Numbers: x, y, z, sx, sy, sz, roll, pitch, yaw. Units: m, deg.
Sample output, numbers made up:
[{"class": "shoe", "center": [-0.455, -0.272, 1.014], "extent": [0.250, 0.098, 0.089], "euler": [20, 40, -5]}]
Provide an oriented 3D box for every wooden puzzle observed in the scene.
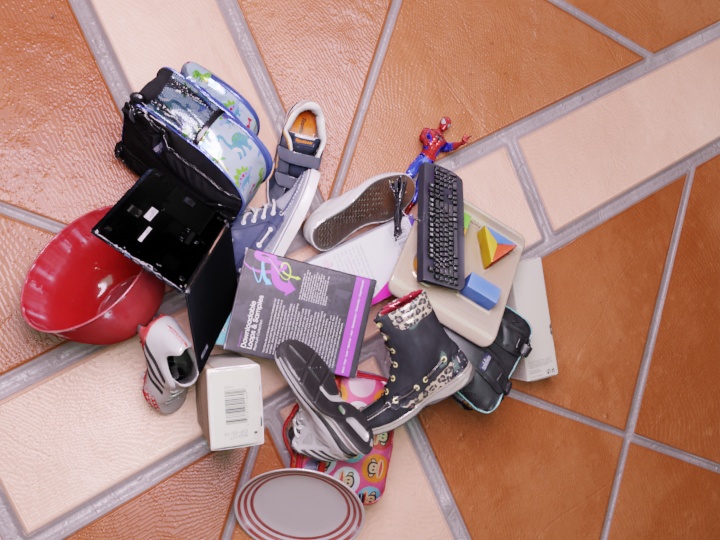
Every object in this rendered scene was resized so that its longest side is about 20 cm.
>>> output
[{"class": "wooden puzzle", "center": [0.156, -0.015, 1.008], "extent": [0.183, 0.046, 0.203], "euler": [30, 63, -7]}]

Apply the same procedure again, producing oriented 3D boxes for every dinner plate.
[{"class": "dinner plate", "center": [-0.090, 0.356, 0.991], "extent": [0.194, 0.024, 0.204], "euler": [1, 123, 1]}]

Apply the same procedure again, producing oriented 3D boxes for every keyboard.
[{"class": "keyboard", "center": [0.099, -0.074, 0.979], "extent": [0.124, 0.021, 0.205], "euler": [12, 61, -16]}]

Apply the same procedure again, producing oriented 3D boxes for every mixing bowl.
[{"class": "mixing bowl", "center": [-0.341, 0.023, 0.903], "extent": [0.201, 0.198, 0.109], "euler": [-48, 142, -14]}]

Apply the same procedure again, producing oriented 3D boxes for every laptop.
[{"class": "laptop", "center": [-0.241, -0.006, 0.865], "extent": [0.198, 0.179, 0.104], "euler": [35, 120, -14]}]

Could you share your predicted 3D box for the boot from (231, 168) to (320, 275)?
[{"class": "boot", "center": [-0.139, -0.075, 0.994], "extent": [0.089, 0.073, 0.203], "euler": [27, 103, -13]}]

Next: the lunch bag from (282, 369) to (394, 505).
[{"class": "lunch bag", "center": [-0.036, 0.253, 1.042], "extent": [0.172, 0.082, 0.206], "euler": [12, 85, -14]}]

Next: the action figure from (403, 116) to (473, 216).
[{"class": "action figure", "center": [0.113, -0.177, 1.103], "extent": [0.064, 0.099, 0.203], "euler": [31, 76, -16]}]

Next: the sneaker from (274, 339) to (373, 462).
[{"class": "sneaker", "center": [-0.080, 0.197, 0.931], "extent": [0.202, 0.114, 0.076], "euler": [54, 29, -14]}]

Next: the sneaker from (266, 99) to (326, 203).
[{"class": "sneaker", "center": [-0.100, -0.167, 1.036], "extent": [0.076, 0.079, 0.206], "euler": [7, 87, -19]}]

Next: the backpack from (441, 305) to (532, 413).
[{"class": "backpack", "center": [0.151, 0.107, 1.070], "extent": [0.198, 0.153, 0.178], "euler": [36, 77, -13]}]

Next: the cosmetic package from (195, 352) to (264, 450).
[{"class": "cosmetic package", "center": [-0.187, 0.175, 0.926], "extent": [0.071, 0.199, 0.107], "euler": [-3, 87, -19]}]

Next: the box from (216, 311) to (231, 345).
[{"class": "box", "center": [-0.151, 0.096, 1.003], "extent": [0.195, 0.082, 0.051], "euler": [13, 84, -19]}]

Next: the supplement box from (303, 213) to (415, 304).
[{"class": "supplement box", "center": [0.000, 0.000, 1.050], "extent": [0.197, 0.103, 0.103], "euler": [-25, 97, -20]}]

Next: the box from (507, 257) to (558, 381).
[{"class": "box", "center": [0.282, 0.084, 1.157], "extent": [0.067, 0.082, 0.206], "euler": [-9, 92, -18]}]

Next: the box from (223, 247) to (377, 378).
[{"class": "box", "center": [-0.086, 0.061, 0.953], "extent": [0.195, 0.036, 0.147], "euler": [15, 88, -14]}]

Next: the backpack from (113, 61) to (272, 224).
[{"class": "backpack", "center": [-0.221, -0.176, 0.938], "extent": [0.199, 0.182, 0.148], "euler": [39, 64, -11]}]

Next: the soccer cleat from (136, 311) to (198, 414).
[{"class": "soccer cleat", "center": [-0.258, 0.145, 0.915], "extent": [0.084, 0.203, 0.068], "euler": [33, 47, 23]}]

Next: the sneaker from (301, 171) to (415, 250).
[{"class": "sneaker", "center": [-0.009, -0.105, 1.057], "extent": [0.197, 0.084, 0.074], "euler": [-27, 116, -17]}]

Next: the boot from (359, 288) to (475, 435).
[{"class": "boot", "center": [0.048, 0.135, 0.965], "extent": [0.201, 0.074, 0.156], "euler": [-30, 102, 7]}]
